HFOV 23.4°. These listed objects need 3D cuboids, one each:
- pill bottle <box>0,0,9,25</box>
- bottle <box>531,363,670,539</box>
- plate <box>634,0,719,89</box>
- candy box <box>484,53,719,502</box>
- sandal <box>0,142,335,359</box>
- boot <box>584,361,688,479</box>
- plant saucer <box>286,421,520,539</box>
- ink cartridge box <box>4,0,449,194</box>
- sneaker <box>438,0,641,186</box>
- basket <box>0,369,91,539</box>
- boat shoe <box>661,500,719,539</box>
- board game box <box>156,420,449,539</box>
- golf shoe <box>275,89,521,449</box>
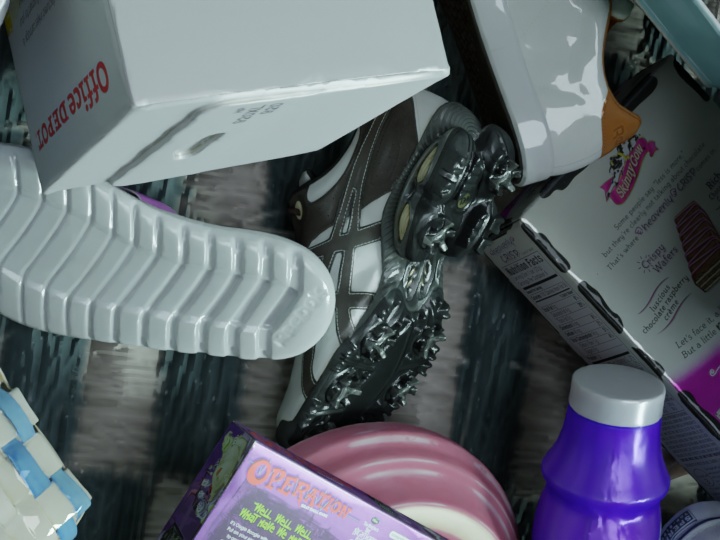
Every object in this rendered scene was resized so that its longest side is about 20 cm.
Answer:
[{"bbox_3d":[-0.199,-0.120,0.683,0.108,0.200,0.109,-3,97,-25],"label":"pill bottle"},{"bbox_3d":[0.119,0.148,0.887,0.065,0.084,0.201,7,109,3],"label":"bottle"},{"bbox_3d":[0.137,-0.149,0.856,0.026,0.200,0.200,-40,113,13],"label":"plate"},{"bbox_3d":[0.177,0.007,0.915,0.200,0.061,0.136,47,67,-6],"label":"candy box"},{"bbox_3d":[-0.112,-0.006,0.818,0.202,0.050,0.083,20,107,-10],"label":"sandal"},{"bbox_3d":[0.219,0.105,0.977,0.200,0.064,0.187,-10,86,-27],"label":"boot"},{"bbox_3d":[0.003,0.177,0.867,0.200,0.051,0.201,-10,112,-26],"label":"plant saucer"},{"bbox_3d":[-0.073,-0.151,0.744,0.144,0.147,0.201,-10,84,-26],"label":"ink cartridge box"},{"bbox_3d":[0.084,-0.147,0.868,0.084,0.073,0.201,-17,89,-9],"label":"sneaker"},{"bbox_3d":[-0.223,0.129,0.717,0.139,0.176,0.200,49,60,-6],"label":"basket"},{"bbox_3d":[0.249,0.186,0.904,0.202,0.086,0.075,29,103,-27],"label":"boat shoe"},{"bbox_3d":[-0.015,0.163,0.805,0.200,0.032,0.120,34,92,-35],"label":"board game box"},{"bbox_3d":[0.000,0.000,0.867,0.078,0.094,0.200,5,119,-54],"label":"golf shoe"}]
